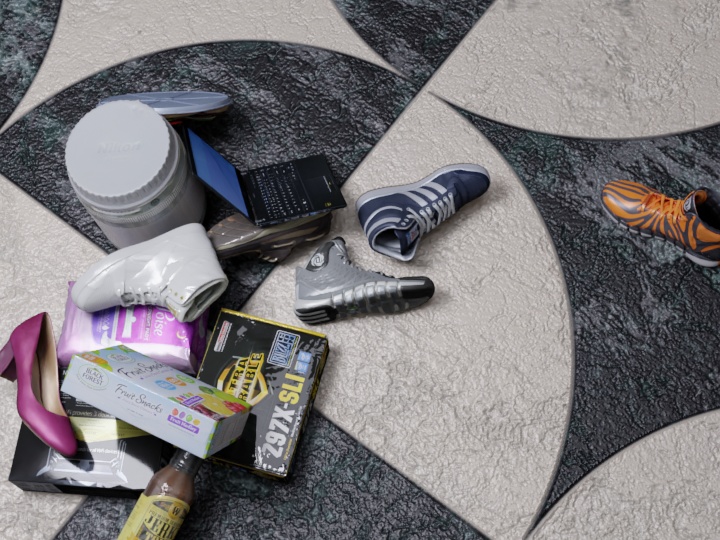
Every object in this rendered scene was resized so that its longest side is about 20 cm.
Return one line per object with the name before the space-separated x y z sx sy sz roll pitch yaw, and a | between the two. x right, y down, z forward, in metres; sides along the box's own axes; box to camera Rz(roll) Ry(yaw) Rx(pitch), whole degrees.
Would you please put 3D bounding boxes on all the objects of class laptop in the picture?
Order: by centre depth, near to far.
laptop | -0.137 -0.147 1.462 0.197 0.105 0.178 -13 32 -7

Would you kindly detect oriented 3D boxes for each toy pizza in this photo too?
toy pizza | -0.288 -0.237 1.538 0.197 0.200 0.032 0 107 3

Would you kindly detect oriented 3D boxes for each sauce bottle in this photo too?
sauce bottle | -0.248 0.297 1.294 0.064 0.065 0.202 24 80 14

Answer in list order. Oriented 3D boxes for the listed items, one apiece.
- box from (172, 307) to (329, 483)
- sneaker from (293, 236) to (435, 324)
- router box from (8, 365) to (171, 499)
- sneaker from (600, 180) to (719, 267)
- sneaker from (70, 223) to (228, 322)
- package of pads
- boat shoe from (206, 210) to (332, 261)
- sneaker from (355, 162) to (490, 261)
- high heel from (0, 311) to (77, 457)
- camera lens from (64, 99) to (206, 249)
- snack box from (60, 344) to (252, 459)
box | -0.142 0.166 1.398 0.157 0.049 0.202 14 67 8
sneaker | 0.000 0.000 1.452 0.197 0.075 0.117 -8 63 1
router box | -0.349 0.214 1.384 0.197 0.052 0.159 4 65 5
sneaker | 0.432 -0.089 1.444 0.198 0.112 0.078 27 69 14
sneaker | -0.273 0.026 1.372 0.198 0.074 0.116 -27 61 -10
package of pads | -0.311 0.080 1.432 0.197 0.076 0.122 2 68 4
boat shoe | -0.126 -0.046 1.471 0.198 0.074 0.075 -20 32 -13
sneaker | 0.095 -0.080 1.466 0.197 0.071 0.109 -15 40 3
high heel | -0.400 0.144 1.347 0.096 0.067 0.200 -45 65 1
camera lens | -0.307 -0.121 1.451 0.157 0.200 0.162 -2 67 5
snack box | -0.248 0.158 1.295 0.198 0.142 0.054 23 94 10
